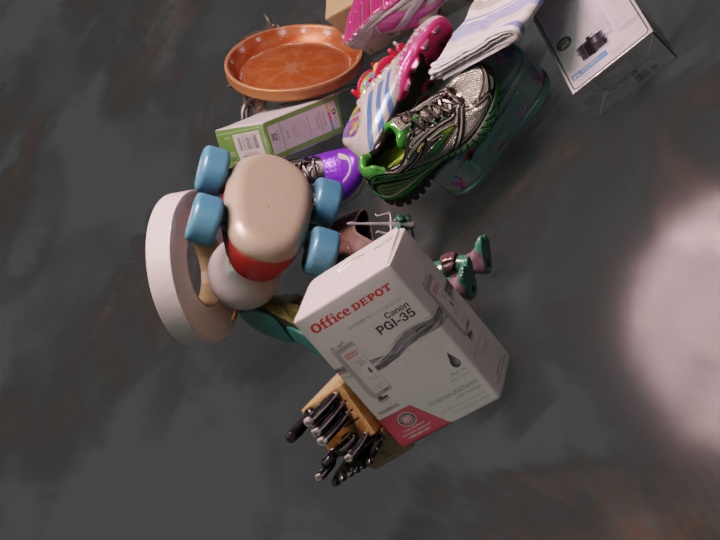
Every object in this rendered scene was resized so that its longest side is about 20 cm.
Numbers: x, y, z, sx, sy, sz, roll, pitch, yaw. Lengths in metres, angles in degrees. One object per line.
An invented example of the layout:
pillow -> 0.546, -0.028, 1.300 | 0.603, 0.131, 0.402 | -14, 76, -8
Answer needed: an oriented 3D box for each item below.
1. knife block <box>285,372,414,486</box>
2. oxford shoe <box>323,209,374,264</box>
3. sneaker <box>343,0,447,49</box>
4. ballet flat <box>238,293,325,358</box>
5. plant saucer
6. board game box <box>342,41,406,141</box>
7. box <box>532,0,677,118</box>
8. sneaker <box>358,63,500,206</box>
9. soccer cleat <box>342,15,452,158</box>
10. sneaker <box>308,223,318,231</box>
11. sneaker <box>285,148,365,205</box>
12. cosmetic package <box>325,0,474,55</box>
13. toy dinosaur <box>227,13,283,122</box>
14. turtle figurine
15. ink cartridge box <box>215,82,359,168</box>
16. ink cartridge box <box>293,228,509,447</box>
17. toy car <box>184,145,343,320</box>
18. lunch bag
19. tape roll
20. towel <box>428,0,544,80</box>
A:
knife block -> -0.022, 0.151, 1.371 | 0.064, 0.175, 0.201 | -34, 48, 25
oxford shoe -> 0.000, 0.000, 1.514 | 0.073, 0.071, 0.201 | -36, 46, 19
sneaker -> 0.056, -0.340, 1.565 | 0.200, 0.088, 0.082 | -28, 45, 43
ballet flat -> -0.081, 0.062, 1.570 | 0.199, 0.071, 0.071 | 17, 81, 50
plant saucer -> -0.094, -0.293, 1.721 | 0.199, 0.032, 0.201 | -4, 37, 3
board game box -> 0.028, -0.261, 1.592 | 0.200, 0.039, 0.158 | -41, 19, 33
box -> 0.273, -0.290, 1.411 | 0.116, 0.060, 0.201 | -37, 46, 24
sneaker -> 0.082, -0.162, 1.398 | 0.200, 0.085, 0.078 | -47, 50, 11
soccer cleat -> 0.040, -0.225, 1.474 | 0.086, 0.070, 0.201 | 27, 92, 36
sneaker -> -0.113, -0.033, 1.649 | 0.200, 0.070, 0.078 | -28, 53, 40
sneaker -> -0.083, -0.119, 1.628 | 0.199, 0.099, 0.070 | -15, 77, 42
cosmetic package -> 0.058, -0.382, 1.643 | 0.199, 0.105, 0.071 | -22, 52, 37
toy dinosaur -> -0.165, -0.332, 1.857 | 0.102, 0.077, 0.201 | -22, 57, 18
turtle figurine -> 0.048, 0.002, 1.419 | 0.199, 0.101, 0.150 | -4, 44, 25
ink cartridge box -> -0.093, -0.203, 1.688 | 0.103, 0.200, 0.060 | -2, 111, 46
ink cartridge box -> 0.045, 0.076, 1.321 | 0.146, 0.200, 0.083 | -31, 19, 29
toy car -> -0.140, -0.028, 1.540 | 0.178, 0.183, 0.200 | -88, 19, -45
lunch bag -> 0.131, -0.195, 1.486 | 0.200, 0.077, 0.160 | -53, 44, 9
tape roll -> -0.213, -0.003, 1.560 | 0.037, 0.203, 0.204 | -8, 61, 18
towel -> 0.167, -0.309, 1.416 | 0.147, 0.024, 0.200 | -20, 30, 48
